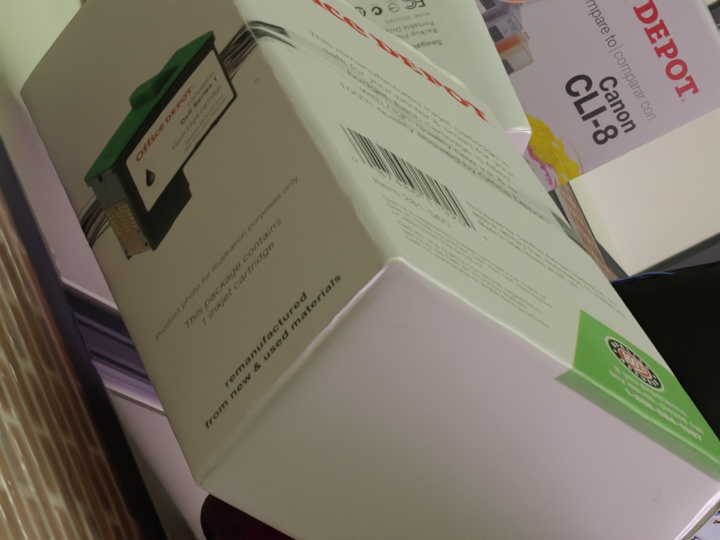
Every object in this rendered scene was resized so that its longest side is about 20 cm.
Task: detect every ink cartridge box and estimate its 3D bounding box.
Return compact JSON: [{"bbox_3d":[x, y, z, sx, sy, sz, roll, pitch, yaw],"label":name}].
[{"bbox_3d":[0.000,0.000,0.839,0.146,0.084,0.200,32,17,-35],"label":"ink cartridge box"},{"bbox_3d":[0.030,-0.117,1.197,0.145,0.200,0.145,56,11,-39],"label":"ink cartridge box"}]

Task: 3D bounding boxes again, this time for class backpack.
[{"bbox_3d":[0.230,0.097,1.903,0.154,0.199,0.191,74,1,-49],"label":"backpack"}]

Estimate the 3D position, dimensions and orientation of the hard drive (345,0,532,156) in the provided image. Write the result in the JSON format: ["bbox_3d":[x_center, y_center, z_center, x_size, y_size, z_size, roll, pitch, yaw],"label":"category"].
[{"bbox_3d":[-0.034,-0.114,1.068,0.026,0.131,0.200,108,-35,-55],"label":"hard drive"}]

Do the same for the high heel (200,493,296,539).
[{"bbox_3d":[0.025,0.144,0.831,0.200,0.067,0.096,44,6,-23],"label":"high heel"}]
